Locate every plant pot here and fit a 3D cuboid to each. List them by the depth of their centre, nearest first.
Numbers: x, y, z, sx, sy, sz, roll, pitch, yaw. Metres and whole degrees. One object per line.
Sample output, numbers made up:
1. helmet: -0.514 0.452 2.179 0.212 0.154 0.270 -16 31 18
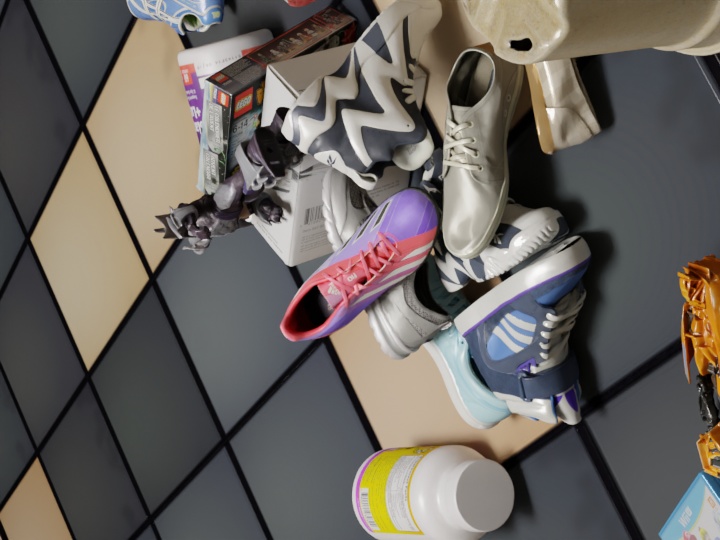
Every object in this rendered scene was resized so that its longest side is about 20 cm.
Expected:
1. plant pot: 0.178 -0.241 1.326 0.200 0.183 0.202 36 136 46

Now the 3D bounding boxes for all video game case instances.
1. video game case: 0.333 0.280 1.509 0.201 0.018 0.143 58 160 23

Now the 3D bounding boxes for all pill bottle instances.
1. pill bottle: 0.079 0.237 1.861 0.200 0.104 0.105 -12 96 61
2. pill bottle: -0.128 -0.160 1.977 0.111 0.111 0.202 0 106 60

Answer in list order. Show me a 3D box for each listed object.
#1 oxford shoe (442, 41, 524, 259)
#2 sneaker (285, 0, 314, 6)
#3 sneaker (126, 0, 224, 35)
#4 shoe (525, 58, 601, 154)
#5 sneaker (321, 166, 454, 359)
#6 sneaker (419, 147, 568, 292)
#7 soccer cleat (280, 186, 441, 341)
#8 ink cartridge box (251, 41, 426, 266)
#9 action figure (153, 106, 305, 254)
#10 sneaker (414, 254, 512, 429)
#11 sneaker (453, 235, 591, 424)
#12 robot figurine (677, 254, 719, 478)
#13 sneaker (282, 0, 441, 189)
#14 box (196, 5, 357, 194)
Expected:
1. oxford shoe: 0.099 -0.112 1.592 0.075 0.058 0.202 10 91 42
2. sneaker: -0.067 -0.371 1.799 0.082 0.077 0.202 15 110 61
3. sneaker: -0.220 -0.314 2.083 0.200 0.075 0.078 -4 99 62
4. shoe: 0.161 -0.203 1.521 0.053 0.070 0.202 -13 91 18
5. sneaker: 0.029 -0.019 1.723 0.082 0.075 0.201 -24 94 23
6. sneaker: 0.110 -0.061 1.655 0.130 0.079 0.199 62 161 -1
7. soccer cleat: 0.000 0.000 1.650 0.068 0.073 0.200 50 124 5
8. ink cartridge box: -0.024 -0.122 1.786 0.084 0.144 0.201 48 144 36
9. action figure: -0.122 -0.070 1.710 0.070 0.130 0.200 55 136 12
10. sneaker: 0.104 0.056 1.755 0.201 0.074 0.082 59 146 2
11. sneaker: 0.180 0.066 1.628 0.147 0.080 0.200 56 143 3
12. robot figurine: 0.310 0.094 1.423 0.145 0.058 0.202 20 123 58
13. sneaker: 0.037 -0.157 1.637 0.129 0.199 0.080 42 154 5
14. box: -0.085 -0.171 1.806 0.040 0.200 0.138 31 136 25
